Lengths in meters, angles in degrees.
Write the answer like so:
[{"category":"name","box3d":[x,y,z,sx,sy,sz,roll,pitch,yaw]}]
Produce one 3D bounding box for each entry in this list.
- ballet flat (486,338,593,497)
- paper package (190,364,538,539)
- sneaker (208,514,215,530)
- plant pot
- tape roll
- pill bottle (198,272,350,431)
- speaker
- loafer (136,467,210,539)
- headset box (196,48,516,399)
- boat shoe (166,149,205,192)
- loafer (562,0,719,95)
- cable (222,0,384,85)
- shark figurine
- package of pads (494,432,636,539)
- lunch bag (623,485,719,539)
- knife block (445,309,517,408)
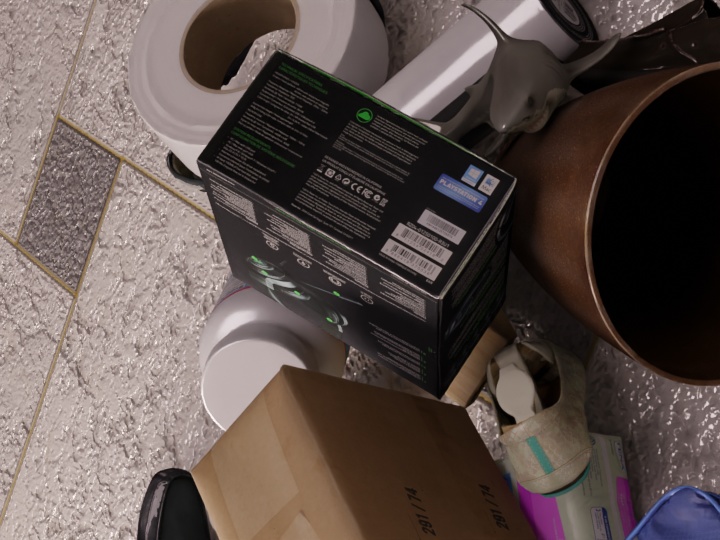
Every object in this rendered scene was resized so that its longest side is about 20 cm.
[{"category":"ballet flat","box3d":[0.112,0.077,1.028,0.067,0.062,0.200,-33,16,8]},{"category":"paper package","box3d":[0.018,0.175,0.978,0.103,0.190,0.200,-49,48,23]},{"category":"sneaker","box3d":[-0.050,0.140,1.214,0.200,0.082,0.074,-33,48,19]},{"category":"plant pot","box3d":[0.169,-0.041,0.992,0.200,0.187,0.187,22,98,65]},{"category":"tape roll","box3d":[-0.082,-0.167,1.255,0.202,0.071,0.203,-11,60,20]},{"category":"pill bottle","box3d":[-0.060,0.048,1.193,0.109,0.109,0.200,-59,6,22]},{"category":"speaker","box3d":[0.072,-0.131,1.153,0.200,0.081,0.081,-38,55,26]},{"category":"loafer","box3d":[-0.146,0.268,1.343,0.070,0.068,0.201,-8,82,51]},{"category":"headset box","box3d":[0.002,-0.021,1.013,0.174,0.200,0.093,30,72,15]},{"category":"boat shoe","box3d":[-0.091,-0.095,1.366,0.200,0.060,0.076,-10,72,47]},{"category":"loafer","box3d":[0.218,-0.138,1.027,0.200,0.073,0.071,7,75,47]},{"category":"cable","box3d":[-0.075,-0.171,1.321,0.200,0.051,0.163,-19,62,21]},{"category":"shark figurine","box3d":[0.082,-0.131,1.047,0.128,0.090,0.214,-44,8,-16]},{"category":"package of pads","box3d":[0.102,0.211,1.073,0.200,0.068,0.155,-29,59,42]},{"category":"lunch bag","box3d":[0.222,0.224,0.884,0.136,0.132,0.200,-58,44,23]},{"category":"knife block","box3d":[0.000,0.000,1.142,0.064,0.175,0.200,-60,31,22]}]
